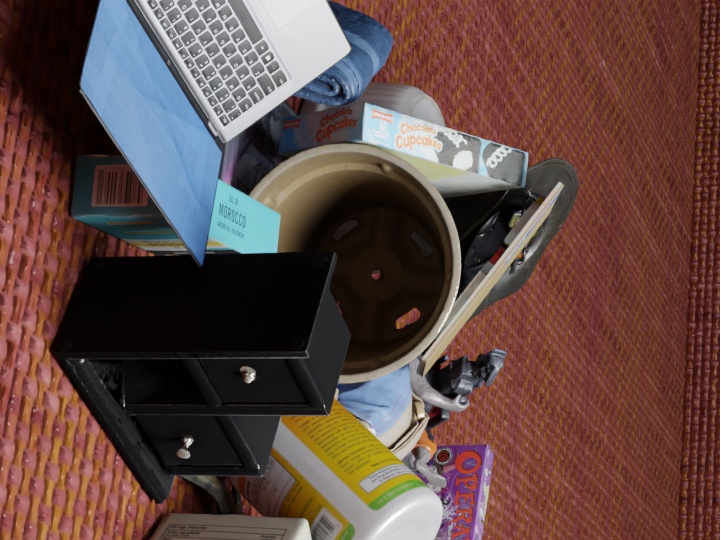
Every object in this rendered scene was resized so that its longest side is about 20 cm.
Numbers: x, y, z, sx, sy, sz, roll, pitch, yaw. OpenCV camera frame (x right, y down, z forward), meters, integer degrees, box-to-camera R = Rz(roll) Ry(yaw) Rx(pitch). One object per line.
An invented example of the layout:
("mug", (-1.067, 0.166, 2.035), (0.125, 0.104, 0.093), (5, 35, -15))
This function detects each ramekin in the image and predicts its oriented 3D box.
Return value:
("ramekin", (0.018, -0.091, 1.787), (0.200, 0.105, 0.201), (-2, 90, -68))

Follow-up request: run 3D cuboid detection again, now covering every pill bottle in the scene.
("pill bottle", (-0.037, 0.165, 1.486), (0.111, 0.200, 0.111), (-34, 149, -25))

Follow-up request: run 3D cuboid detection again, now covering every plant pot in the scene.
("plant pot", (0.000, 0.000, 1.604), (0.183, 0.199, 0.202), (22, 68, -79))

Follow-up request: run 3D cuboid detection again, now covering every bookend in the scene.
("bookend", (-0.092, 0.085, 1.360), (0.200, 0.198, 0.092), (67, 30, -46))

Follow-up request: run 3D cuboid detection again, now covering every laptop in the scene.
("laptop", (-0.096, -0.146, 1.294), (0.116, 0.200, 0.188), (47, -10, 47))

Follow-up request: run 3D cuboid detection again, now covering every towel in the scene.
("towel", (-0.036, -0.198, 1.619), (0.200, 0.111, 0.049), (-61, 168, -69))

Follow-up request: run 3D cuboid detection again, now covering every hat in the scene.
("hat", (0.121, -0.047, 1.769), (0.200, 0.081, 0.201), (-39, 153, -25))

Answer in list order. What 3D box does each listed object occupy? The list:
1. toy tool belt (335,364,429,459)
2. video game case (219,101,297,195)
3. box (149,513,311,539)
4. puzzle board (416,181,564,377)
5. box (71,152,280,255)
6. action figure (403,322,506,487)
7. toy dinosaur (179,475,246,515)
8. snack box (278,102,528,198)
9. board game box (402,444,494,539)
("toy tool belt", (0.003, 0.112, 1.713), (0.200, 0.124, 0.123), (-64, 154, -52))
("video game case", (-0.097, -0.072, 1.608), (0.143, 0.019, 0.201), (44, 49, -61))
("box", (-0.119, 0.285, 1.372), (0.200, 0.127, 0.109), (-56, 140, -56))
("puzzle board", (0.113, 0.008, 1.658), (0.200, 0.017, 0.151), (-52, 174, -6))
("box", (-0.139, -0.042, 1.408), (0.200, 0.082, 0.049), (29, 63, -65))
("action figure", (0.053, 0.133, 1.832), (0.104, 0.200, 0.194), (25, 48, -22))
("toy dinosaur", (-0.099, 0.220, 1.549), (0.088, 0.047, 0.201), (-56, 136, -47))
("snack box", (0.039, -0.104, 1.621), (0.199, 0.116, 0.037), (13, 78, -40))
("board game box", (0.066, 0.273, 1.864), (0.032, 0.119, 0.201), (60, 34, -51))
